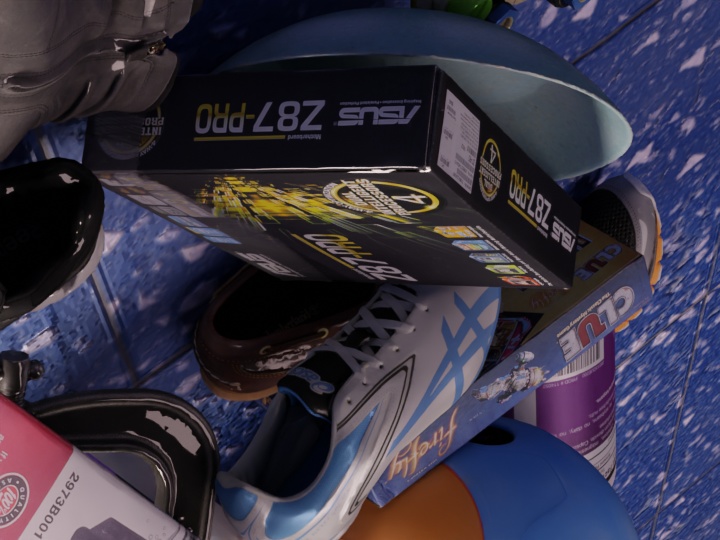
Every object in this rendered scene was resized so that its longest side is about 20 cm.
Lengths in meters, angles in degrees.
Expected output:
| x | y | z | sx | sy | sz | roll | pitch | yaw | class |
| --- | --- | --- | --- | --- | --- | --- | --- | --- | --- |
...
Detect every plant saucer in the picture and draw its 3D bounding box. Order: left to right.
| x | y | z | sx | sy | sz | roll | pitch | yaw | class |
| --- | --- | --- | --- | --- | --- | --- | --- | --- | --- |
| 0.023 | -0.080 | 0.791 | 0.201 | 0.199 | 0.039 | 31 | 62 | -64 | plant saucer |

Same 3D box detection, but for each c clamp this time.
| x | y | z | sx | sy | sz | roll | pitch | yaw | class |
| --- | --- | --- | --- | --- | --- | --- | --- | --- | --- |
| -0.149 | 0.127 | 0.839 | 0.169 | 0.027 | 0.202 | -5 | 111 | -24 | c clamp |

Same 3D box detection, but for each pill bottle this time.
| x | y | z | sx | sy | sz | roll | pitch | yaw | class |
| --- | --- | --- | --- | --- | --- | --- | --- | --- | --- |
| 0.104 | 0.081 | 1.108 | 0.112 | 0.112 | 0.202 | -26 | 125 | -33 | pill bottle |

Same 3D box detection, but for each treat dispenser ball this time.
| x | y | z | sx | sy | sz | roll | pitch | yaw | class |
| --- | --- | --- | --- | --- | --- | --- | --- | --- | --- |
| 0.061 | 0.182 | 0.991 | 0.200 | 0.201 | 0.202 | -34 | 154 | -19 | treat dispenser ball |

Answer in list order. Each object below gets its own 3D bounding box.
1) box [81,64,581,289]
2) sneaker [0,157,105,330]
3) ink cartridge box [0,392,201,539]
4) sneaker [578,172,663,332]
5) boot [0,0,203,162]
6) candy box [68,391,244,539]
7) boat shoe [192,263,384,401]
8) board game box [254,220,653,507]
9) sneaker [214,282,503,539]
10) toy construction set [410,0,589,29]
| x | y | z | sx | sy | sz | roll | pitch | yaw | class |
| --- | --- | --- | --- | --- | --- | --- | --- | --- | --- |
| -0.005 | -0.037 | 0.790 | 0.200 | 0.160 | 0.050 | 32 | 64 | -64 | box |
| -0.176 | 0.012 | 0.681 | 0.199 | 0.067 | 0.090 | -35 | 179 | -26 | sneaker |
| -0.143 | 0.154 | 0.764 | 0.200 | 0.084 | 0.145 | 43 | 73 | -36 | ink cartridge box |
| 0.128 | 0.021 | 1.176 | 0.077 | 0.078 | 0.201 | 4 | 127 | -44 | sneaker |
| -0.109 | -0.114 | 0.625 | 0.131 | 0.070 | 0.200 | -30 | 163 | -34 | boot |
| -0.150 | 0.195 | 0.919 | 0.167 | 0.072 | 0.200 | 40 | 98 | -22 | candy box |
| 0.000 | 0.000 | 0.947 | 0.199 | 0.070 | 0.071 | -35 | 158 | -19 | boat shoe |
| 0.045 | 0.032 | 0.989 | 0.199 | 0.135 | 0.035 | -35 | 130 | -18 | board game box |
| 0.004 | 0.052 | 0.877 | 0.201 | 0.072 | 0.073 | -54 | 138 | -16 | sneaker |
| 0.083 | -0.168 | 0.800 | 0.198 | 0.092 | 0.132 | -12 | 142 | -31 | toy construction set |
